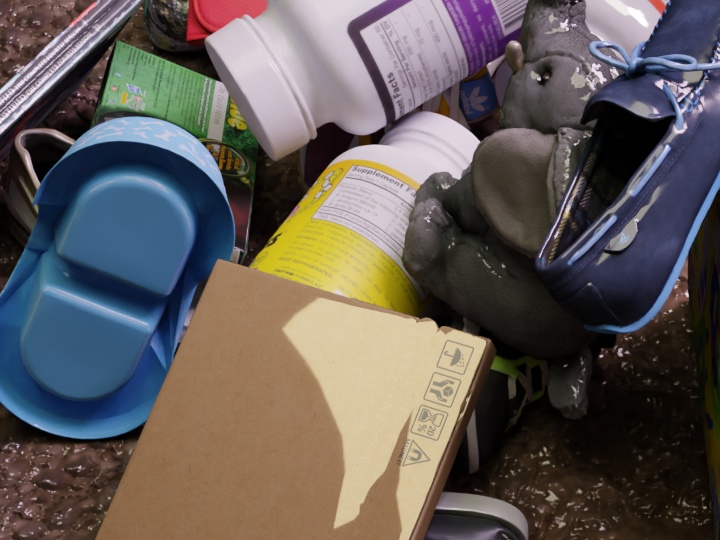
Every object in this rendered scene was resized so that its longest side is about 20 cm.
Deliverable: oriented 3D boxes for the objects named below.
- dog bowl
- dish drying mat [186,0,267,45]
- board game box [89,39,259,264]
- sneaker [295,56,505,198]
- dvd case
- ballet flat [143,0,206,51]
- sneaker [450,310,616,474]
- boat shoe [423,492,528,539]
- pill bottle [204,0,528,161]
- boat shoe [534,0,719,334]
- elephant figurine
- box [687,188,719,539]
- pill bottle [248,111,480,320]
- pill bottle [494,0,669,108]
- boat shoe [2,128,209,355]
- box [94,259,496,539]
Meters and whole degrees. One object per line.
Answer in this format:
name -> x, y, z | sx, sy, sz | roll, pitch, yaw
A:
dog bowl -> -0.140, 0.001, 1.362 | 0.111, 0.201, 0.050 | 21, 30, -10
dish drying mat -> -0.068, -0.240, 1.573 | 0.076, 0.018, 0.202 | 0, 71, 16
board game box -> -0.112, -0.071, 1.462 | 0.104, 0.024, 0.200 | 20, 27, -9
sneaker -> 0.033, -0.106, 1.513 | 0.090, 0.075, 0.201 | 13, 51, 24
dvd case -> -0.215, -0.090, 1.490 | 0.022, 0.146, 0.200 | 44, 57, -3
ballet flat -> -0.045, -0.191, 1.604 | 0.199, 0.072, 0.072 | -13, 47, -6
sneaker -> 0.102, 0.032, 1.380 | 0.082, 0.072, 0.201 | 11, 49, 14
boat shoe -> -0.010, 0.153, 1.278 | 0.198, 0.076, 0.061 | -3, 41, 4
pill bottle -> 0.015, -0.149, 1.425 | 0.199, 0.112, 0.112 | -31, 50, -6
boat shoe -> 0.144, -0.069, 1.199 | 0.084, 0.068, 0.201 | -12, 53, 53
elephant figurine -> 0.108, -0.056, 1.285 | 0.154, 0.200, 0.142 | 30, 49, -3
box -> 0.242, 0.015, 1.291 | 0.121, 0.201, 0.194 | -1, 48, 2
pill bottle -> 0.000, 0.000, 1.398 | 0.104, 0.105, 0.200 | 20, 52, 23
pill bottle -> 0.177, -0.153, 1.516 | 0.112, 0.113, 0.200 | 29, 57, 29
boat shoe -> -0.141, -0.016, 1.451 | 0.199, 0.069, 0.075 | 31, 55, 28
box -> -0.040, 0.105, 1.259 | 0.162, 0.021, 0.201 | 16, 72, 21
